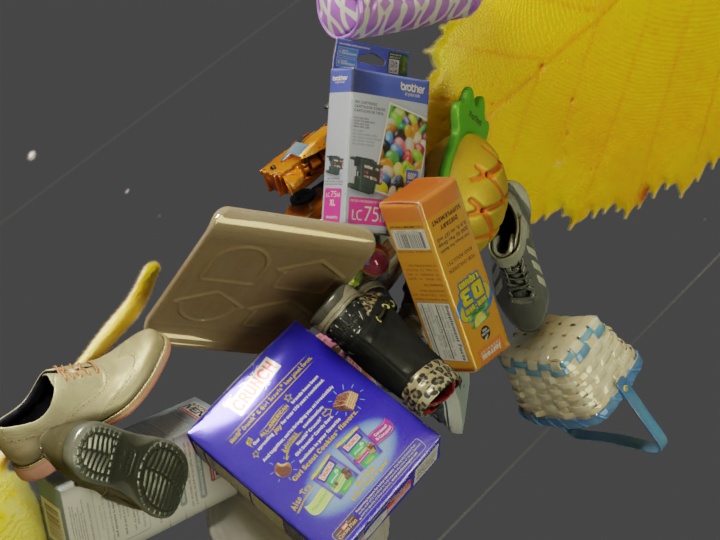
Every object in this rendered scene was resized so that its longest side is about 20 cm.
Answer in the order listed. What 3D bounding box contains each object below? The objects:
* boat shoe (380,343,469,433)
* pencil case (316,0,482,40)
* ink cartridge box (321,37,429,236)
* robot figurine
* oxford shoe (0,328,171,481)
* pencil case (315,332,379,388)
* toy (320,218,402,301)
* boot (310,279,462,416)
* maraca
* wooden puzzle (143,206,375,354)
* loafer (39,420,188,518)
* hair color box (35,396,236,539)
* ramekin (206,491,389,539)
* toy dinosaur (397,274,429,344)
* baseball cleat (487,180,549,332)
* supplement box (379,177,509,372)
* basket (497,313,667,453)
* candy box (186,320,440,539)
[{"bbox_3d":[0.079,0.135,1.766,0.201,0.090,0.071,72,26,-61],"label":"boat shoe"},{"bbox_3d":[0.041,-0.300,1.583,0.199,0.084,0.086,-16,75,-38],"label":"pencil case"},{"bbox_3d":[0.018,-0.138,1.547,0.119,0.042,0.201,3,88,-45],"label":"ink cartridge box"},{"bbox_3d":[-0.013,-0.114,1.604,0.200,0.058,0.146,-37,130,-27],"label":"robot figurine"},{"bbox_3d":[-0.271,0.118,1.447,0.200,0.071,0.074,-44,125,-22],"label":"oxford shoe"},{"bbox_3d":[-0.008,0.158,1.681,0.083,0.086,0.201,-34,124,-11],"label":"pencil case"},{"bbox_3d":[0.000,0.000,1.619,0.115,0.047,0.200,-49,151,-11],"label":"toy"},{"bbox_3d":[0.036,0.084,1.539,0.074,0.154,0.203,-51,168,8],"label":"boot"},{"bbox_3d":[0.118,-0.107,1.693,0.137,0.106,0.201,21,76,-69],"label":"maraca"},{"bbox_3d":[-0.107,0.007,1.507,0.184,0.046,0.200,7,138,-31],"label":"wooden puzzle"},{"bbox_3d":[-0.236,0.185,1.426,0.200,0.069,0.076,44,60,-54],"label":"loafer"},{"bbox_3d":[-0.229,0.218,1.522,0.199,0.060,0.100,-23,118,-34],"label":"hair color box"},{"bbox_3d":[-0.060,0.269,1.604,0.202,0.202,0.095,-42,138,-23],"label":"ramekin"},{"bbox_3d":[0.074,0.038,1.702,0.200,0.077,0.103,72,35,-84],"label":"toy dinosaur"},{"bbox_3d":[0.182,-0.005,1.788,0.106,0.069,0.201,-54,133,-63],"label":"baseball cleat"},{"bbox_3d":[0.090,0.005,1.551,0.066,0.069,0.201,-35,115,-37],"label":"supplement box"},{"bbox_3d":[0.285,0.150,1.874,0.139,0.176,0.201,-45,118,-28],"label":"basket"},{"bbox_3d":[-0.046,0.177,1.493,0.169,0.200,0.077,-46,163,-19],"label":"candy box"}]
